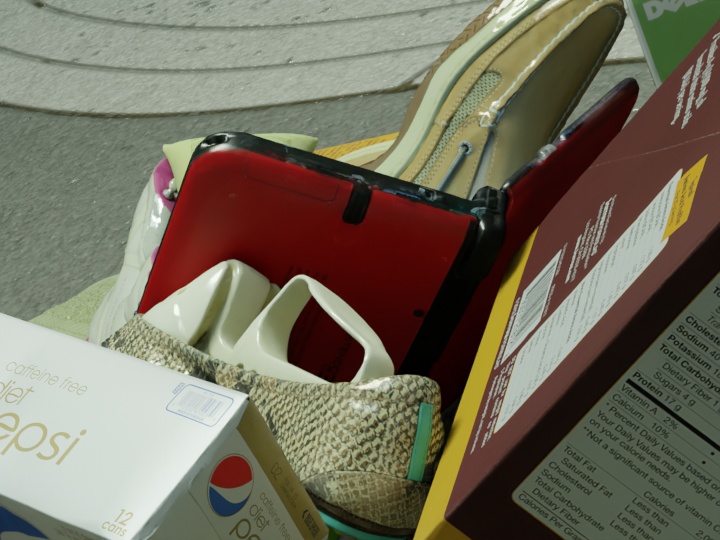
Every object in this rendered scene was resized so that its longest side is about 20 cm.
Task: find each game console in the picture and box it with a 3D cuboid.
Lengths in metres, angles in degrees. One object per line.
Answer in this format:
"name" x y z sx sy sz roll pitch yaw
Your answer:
"game console" 0.000 0.000 0.925 0.171 0.201 0.119 16 47 -8

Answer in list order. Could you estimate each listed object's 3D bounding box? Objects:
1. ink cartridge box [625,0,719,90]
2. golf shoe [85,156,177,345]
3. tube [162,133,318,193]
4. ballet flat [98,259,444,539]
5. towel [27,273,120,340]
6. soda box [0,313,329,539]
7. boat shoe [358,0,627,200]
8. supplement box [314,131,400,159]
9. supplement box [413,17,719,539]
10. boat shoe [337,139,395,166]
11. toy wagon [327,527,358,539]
"ink cartridge box" 0.154 -0.104 1.005 0.059 0.201 0.104 -20 22 9
"golf shoe" -0.096 0.010 1.095 0.092 0.075 0.200 -44 16 23
"tube" -0.052 -0.035 1.020 0.052 0.058 0.200 -50 14 10
"ballet flat" -0.034 0.037 0.813 0.068 0.076 0.200 15 2 -37
"towel" -0.145 0.054 1.193 0.148 0.037 0.200 -35 24 -21
"soda box" -0.108 0.062 0.751 0.199 0.068 0.064 16 56 42
"boat shoe" 0.055 -0.043 0.996 0.200 0.071 0.076 -50 55 19
"supplement box" -0.003 -0.028 1.186 0.199 0.067 0.069 -10 26 32
"supplement box" 0.142 0.013 0.732 0.200 0.132 0.198 -50 8 31
"boat shoe" 0.045 -0.019 1.072 0.199 0.075 0.066 0 22 33
"toy wagon" -0.086 0.113 0.857 0.199 0.155 0.040 -20 64 12
